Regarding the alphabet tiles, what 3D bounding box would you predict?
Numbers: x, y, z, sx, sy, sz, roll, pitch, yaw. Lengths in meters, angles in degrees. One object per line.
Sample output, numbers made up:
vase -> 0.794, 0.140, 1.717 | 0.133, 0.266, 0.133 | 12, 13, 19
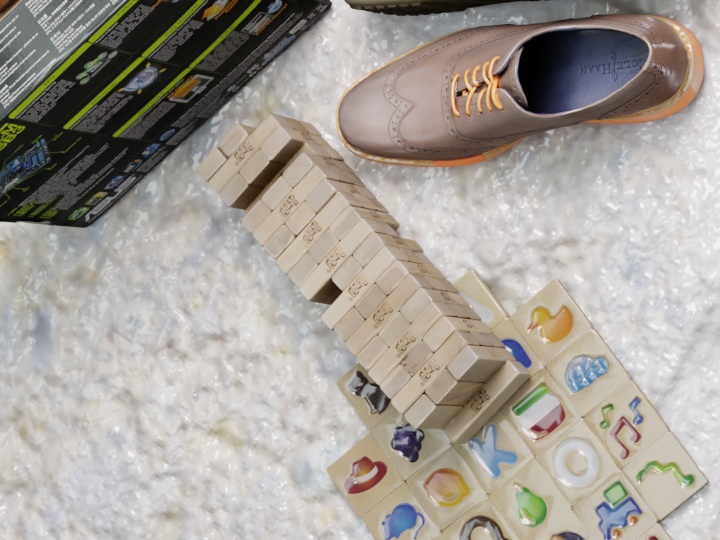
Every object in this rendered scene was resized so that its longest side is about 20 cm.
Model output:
alphabet tiles -> 0.079, 0.107, 1.348 | 0.166, 0.006, 0.200 | -41, 73, 17

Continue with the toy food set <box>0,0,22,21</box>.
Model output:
toy food set -> -0.208, -0.200, 1.417 | 0.200, 0.060, 0.144 | -39, 53, 22

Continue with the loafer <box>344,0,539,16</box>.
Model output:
loafer -> 0.080, -0.171, 1.322 | 0.200, 0.076, 0.068 | -4, 92, 24

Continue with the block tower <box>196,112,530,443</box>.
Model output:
block tower -> 0.000, 0.000, 1.356 | 0.054, 0.058, 0.200 | -47, 69, 16

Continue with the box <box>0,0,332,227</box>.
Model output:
box -> -0.133, -0.101, 1.349 | 0.200, 0.193, 0.048 | -41, 72, 18

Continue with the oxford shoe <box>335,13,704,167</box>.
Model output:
oxford shoe -> 0.070, -0.098, 1.324 | 0.200, 0.073, 0.071 | -13, 83, 23
